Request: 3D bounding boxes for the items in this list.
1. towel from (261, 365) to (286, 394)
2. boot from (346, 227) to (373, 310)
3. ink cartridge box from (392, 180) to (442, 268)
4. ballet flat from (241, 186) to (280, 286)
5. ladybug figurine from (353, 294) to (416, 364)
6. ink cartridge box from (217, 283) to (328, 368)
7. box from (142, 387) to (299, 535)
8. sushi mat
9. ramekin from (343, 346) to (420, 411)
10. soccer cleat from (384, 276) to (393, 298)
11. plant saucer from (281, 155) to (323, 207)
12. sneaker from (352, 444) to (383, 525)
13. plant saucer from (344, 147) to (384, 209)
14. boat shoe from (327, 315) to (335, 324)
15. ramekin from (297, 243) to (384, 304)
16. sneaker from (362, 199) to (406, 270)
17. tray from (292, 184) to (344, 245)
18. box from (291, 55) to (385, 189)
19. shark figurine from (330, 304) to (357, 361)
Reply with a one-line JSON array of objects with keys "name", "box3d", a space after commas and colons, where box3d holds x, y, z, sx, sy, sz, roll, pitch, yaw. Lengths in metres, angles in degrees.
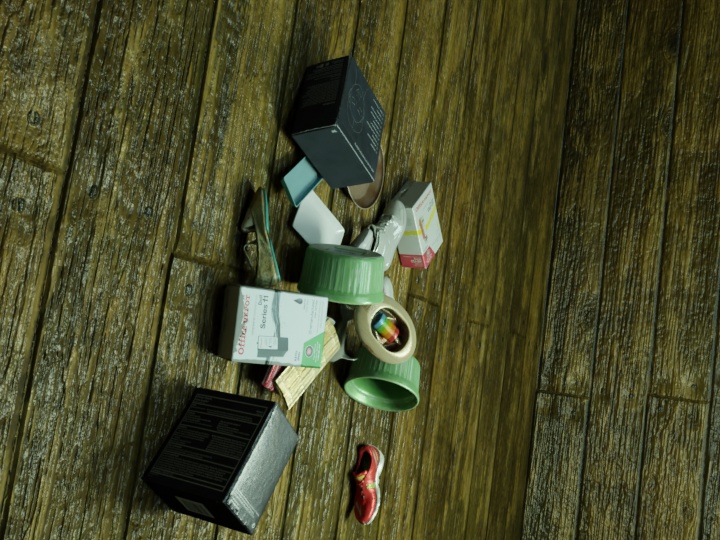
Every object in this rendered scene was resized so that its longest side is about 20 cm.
[{"name": "towel", "box3d": [-0.149, 0.201, 1.615, 0.148, 0.022, 0.200, -68, 159, -12]}, {"name": "boot", "box3d": [0.000, 0.000, 1.832, 0.095, 0.073, 0.203, 39, 64, -21]}, {"name": "ink cartridge box", "box3d": [0.160, -0.131, 2.114, 0.146, 0.081, 0.204, -52, 136, -44]}, {"name": "ballet flat", "box3d": [-0.207, -0.067, 1.488, 0.070, 0.069, 0.206, 0, 79, -60]}, {"name": "ladybug figurine", "box3d": [0.051, 0.137, 1.780, 0.136, 0.071, 0.201, -47, 110, -19]}, {"name": "ink cartridge box", "box3d": [-0.173, 0.112, 1.470, 0.195, 0.082, 0.151, 8, 86, -29]}, {"name": "box", "box3d": [-0.246, 0.339, 1.340, 0.201, 0.195, 0.125, -62, 142, -34]}, {"name": "sushi mat", "box3d": [-0.112, 0.201, 1.607, 0.200, 0.012, 0.097, -49, 136, -34]}, {"name": "ramekin", "box3d": [0.061, 0.272, 1.887, 0.201, 0.195, 0.100, 55, 40, -47]}, {"name": "soccer cleat", "box3d": [0.083, 0.120, 2.008, 0.069, 0.084, 0.207, -4, 96, -59]}, {"name": "plant saucer", "box3d": [-0.120, -0.213, 1.642, 0.071, 0.019, 0.201, 66, 30, -22]}, {"name": "sneaker", "box3d": [0.006, 0.562, 1.955, 0.085, 0.075, 0.205, 38, 51, -49]}, {"name": "plant saucer", "box3d": [0.000, -0.257, 1.863, 0.199, 0.036, 0.207, -10, 102, -60]}, {"name": "boat shoe", "box3d": [-0.127, 0.103, 1.654, 0.198, 0.073, 0.061, 9, 50, -57]}, {"name": "ramekin", "box3d": [-0.039, 0.004, 1.640, 0.198, 0.196, 0.101, -5, 106, -59]}, {"name": "sneaker", "box3d": [0.061, -0.112, 1.953, 0.115, 0.072, 0.205, 42, 59, -58]}, {"name": "tray", "box3d": [-0.101, -0.099, 1.719, 0.200, 0.022, 0.110, 49, 51, -51]}, {"name": "box", "box3d": [-0.043, -0.328, 1.662, 0.201, 0.121, 0.201, 50, 41, -49]}, {"name": "shark figurine", "box3d": [-0.040, 0.177, 1.785, 0.215, 0.087, 0.131, -58, 165, -59]}]
